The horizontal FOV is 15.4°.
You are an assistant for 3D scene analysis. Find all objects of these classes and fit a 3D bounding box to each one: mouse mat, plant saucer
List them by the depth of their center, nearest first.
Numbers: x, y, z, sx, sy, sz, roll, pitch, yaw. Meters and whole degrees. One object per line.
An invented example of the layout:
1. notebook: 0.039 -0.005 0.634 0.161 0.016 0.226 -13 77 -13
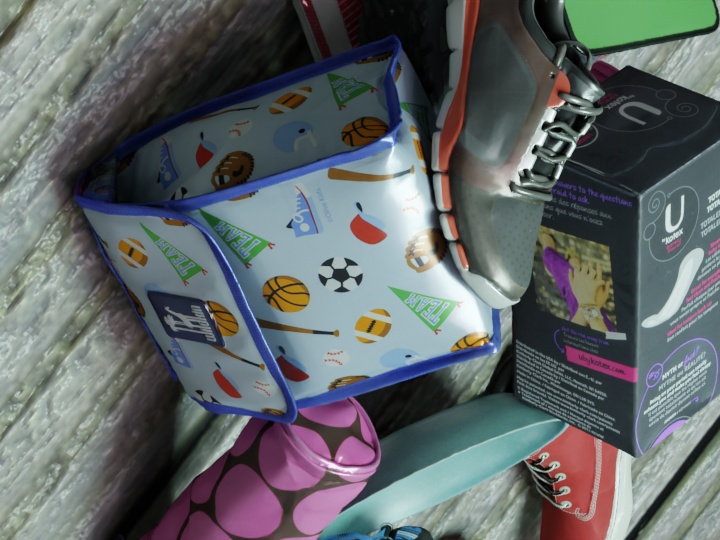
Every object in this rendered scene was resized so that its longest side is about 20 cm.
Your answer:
1. mouse mat: 0.142 -0.226 1.548 0.161 0.008 0.201 -14 89 -50
2. plant saucer: 0.041 0.127 1.756 0.200 0.036 0.200 -24 167 -6

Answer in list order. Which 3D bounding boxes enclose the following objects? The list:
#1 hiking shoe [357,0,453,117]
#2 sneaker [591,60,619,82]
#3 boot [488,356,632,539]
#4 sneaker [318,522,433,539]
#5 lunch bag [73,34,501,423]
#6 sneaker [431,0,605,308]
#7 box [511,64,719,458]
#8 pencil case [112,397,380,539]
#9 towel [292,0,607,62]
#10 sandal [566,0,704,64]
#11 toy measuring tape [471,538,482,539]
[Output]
1. hiking shoe: 0.056 -0.170 1.526 0.100 0.076 0.201 -14 112 -33
2. sneaker: 0.116 -0.037 1.729 0.200 0.081 0.088 -49 141 -5
3. boot: 0.130 0.144 1.901 0.144 0.072 0.201 -9 117 -42
4. sneaker: 0.007 0.198 1.784 0.090 0.078 0.200 -48 167 -10
5. lunch bag: -0.040 -0.012 1.499 0.199 0.124 0.170 -16 125 15
6. sneaker: 0.090 -0.080 1.451 0.077 0.082 0.201 13 76 -63
7. box: 0.168 -0.006 1.663 0.122 0.106 0.200 -33 135 -37
8. pencil case: -0.067 0.139 1.614 0.091 0.094 0.200 33 128 -14
9. towel: 0.061 -0.151 1.590 0.200 0.023 0.144 -34 116 -24
10. sandal: 0.141 -0.160 1.595 0.200 0.076 0.043 -33 170 -37
11. toy measuring tape: 0.102 0.225 1.940 0.200 0.074 0.074 -7 124 -52
